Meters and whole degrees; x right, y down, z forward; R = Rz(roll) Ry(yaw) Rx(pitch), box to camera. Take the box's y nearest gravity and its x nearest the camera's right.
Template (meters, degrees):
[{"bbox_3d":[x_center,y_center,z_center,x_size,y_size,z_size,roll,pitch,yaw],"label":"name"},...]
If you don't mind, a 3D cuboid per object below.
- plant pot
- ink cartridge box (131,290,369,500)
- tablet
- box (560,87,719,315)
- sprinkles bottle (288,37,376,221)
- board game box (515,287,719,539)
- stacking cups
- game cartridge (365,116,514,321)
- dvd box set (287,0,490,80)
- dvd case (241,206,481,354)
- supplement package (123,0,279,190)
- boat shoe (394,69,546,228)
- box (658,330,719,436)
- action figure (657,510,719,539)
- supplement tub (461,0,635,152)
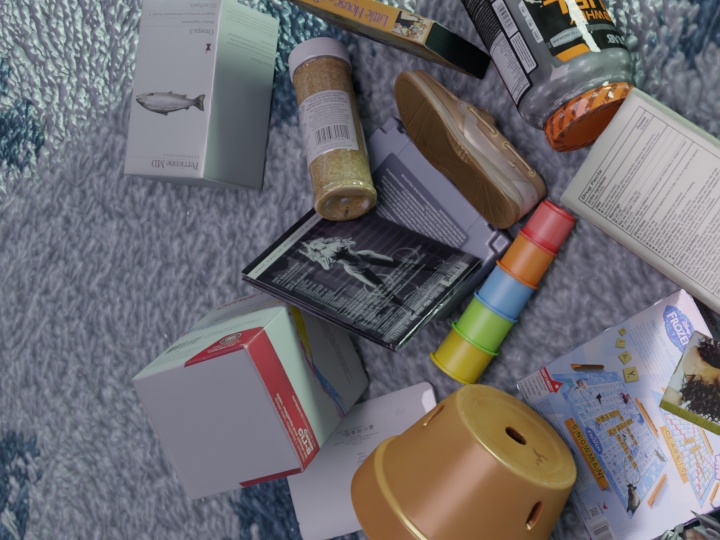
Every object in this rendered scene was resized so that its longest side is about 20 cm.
[{"bbox_3d":[0.110,0.203,1.322,0.200,0.200,0.140,45,115,25],"label":"plant pot"},{"bbox_3d":[-0.107,0.115,1.444,0.145,0.200,0.145,-19,104,27],"label":"ink cartridge box"},{"bbox_3d":[0.007,0.208,1.497,0.199,0.014,0.131,-21,76,27],"label":"tablet"},{"bbox_3d":[0.310,-0.058,1.292,0.200,0.109,0.128,39,105,27],"label":"box"},{"bbox_3d":[-0.031,-0.152,1.489,0.068,0.068,0.201,-26,57,25],"label":"sprinkles bottle"},{"bbox_3d":[0.276,0.148,1.332,0.199,0.041,0.201,-32,71,24],"label":"board game box"},{"bbox_3d":[0.151,0.024,1.410,0.060,0.060,0.200,41,102,26],"label":"stacking cups"},{"bbox_3d":[0.055,-0.050,1.480,0.200,0.041,0.133,49,113,24],"label":"game cartridge"},{"bbox_3d":[0.022,-0.256,1.454,0.200,0.146,0.029,25,96,30],"label":"dvd box set"},{"bbox_3d":[0.000,0.000,1.421,0.200,0.149,0.016,24,140,29],"label":"dvd case"},{"bbox_3d":[-0.179,-0.197,1.579,0.117,0.117,0.201,5,88,29],"label":"supplement package"},{"bbox_3d":[0.113,-0.132,1.436,0.200,0.069,0.074,53,151,15],"label":"boat shoe"},{"bbox_3d":[0.371,0.130,1.237,0.199,0.050,0.075,24,79,13],"label":"box"},{"bbox_3d":[0.296,0.294,1.282,0.130,0.069,0.200,46,122,-8],"label":"action figure"},{"bbox_3d":[0.187,-0.225,1.369,0.122,0.122,0.201,-33,72,23],"label":"supplement tub"}]
